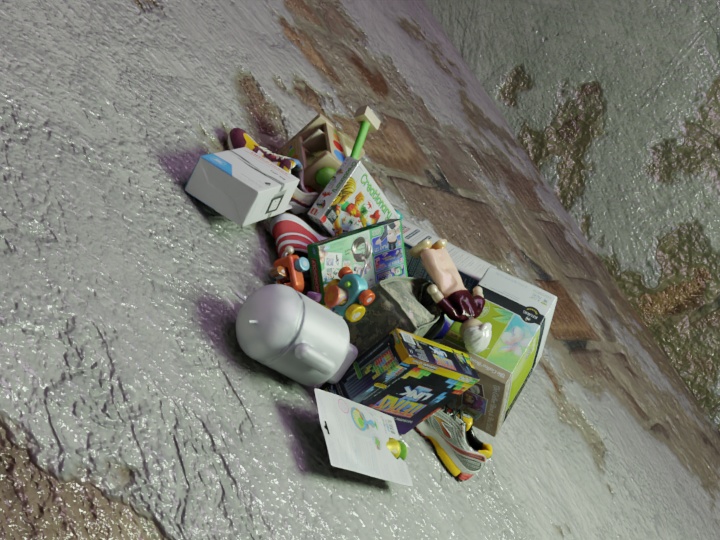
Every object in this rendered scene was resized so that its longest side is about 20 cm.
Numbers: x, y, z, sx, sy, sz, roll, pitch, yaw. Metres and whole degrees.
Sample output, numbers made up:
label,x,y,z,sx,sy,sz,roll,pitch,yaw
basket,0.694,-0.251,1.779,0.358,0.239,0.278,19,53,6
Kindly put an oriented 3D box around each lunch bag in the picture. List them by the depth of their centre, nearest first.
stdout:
label,x,y,z,sx,sy,sz,roll,pitch,yaw
lunch bag,0.045,0.095,1.599,0.118,0.164,0.200,50,22,10

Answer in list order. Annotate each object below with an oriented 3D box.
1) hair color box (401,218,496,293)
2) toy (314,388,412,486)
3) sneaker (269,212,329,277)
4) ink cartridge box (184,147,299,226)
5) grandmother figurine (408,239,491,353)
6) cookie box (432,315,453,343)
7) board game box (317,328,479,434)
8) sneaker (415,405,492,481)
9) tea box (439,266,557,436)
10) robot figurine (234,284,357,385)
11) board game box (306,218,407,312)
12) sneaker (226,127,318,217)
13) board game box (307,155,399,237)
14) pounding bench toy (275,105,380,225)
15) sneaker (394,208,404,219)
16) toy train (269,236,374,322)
label,x,y,z,sx,sy,sz,roll,pitch,yaw
hair color box,0.133,-0.014,1.776,0.200,0.061,0.100,29,25,14
toy,-0.006,0.249,1.420,0.200,0.047,0.115,25,41,-47
sneaker,-0.065,-0.012,1.673,0.200,0.071,0.113,28,27,-29
ink cartridge box,-0.181,-0.142,1.610,0.116,0.067,0.200,32,20,11
grandmother figurine,0.155,0.043,1.602,0.121,0.061,0.200,-7,60,-33
cookie box,0.089,0.072,1.830,0.171,0.075,0.200,58,23,19
board game box,0.061,0.174,1.508,0.200,0.165,0.057,22,34,-49
sneaker,0.145,0.250,1.661,0.200,0.082,0.078,51,23,0
tea box,0.225,0.141,1.696,0.133,0.200,0.197,25,59,17
robot figurine,-0.096,0.091,1.407,0.200,0.113,0.170,32,2,-39
board game box,0.000,0.000,1.650,0.200,0.029,0.135,-19,108,-43
sneaker,-0.151,-0.184,1.743,0.200,0.090,0.075,54,23,6
board game box,-0.009,-0.098,1.766,0.035,0.126,0.200,27,-13,33
pounding bench toy,-0.042,-0.199,1.827,0.124,0.200,0.156,37,26,-32
sneaker,0.033,-0.085,1.945,0.200,0.084,0.121,41,29,-43
toy train,-0.069,0.020,1.510,0.056,0.200,0.151,3,76,-49
